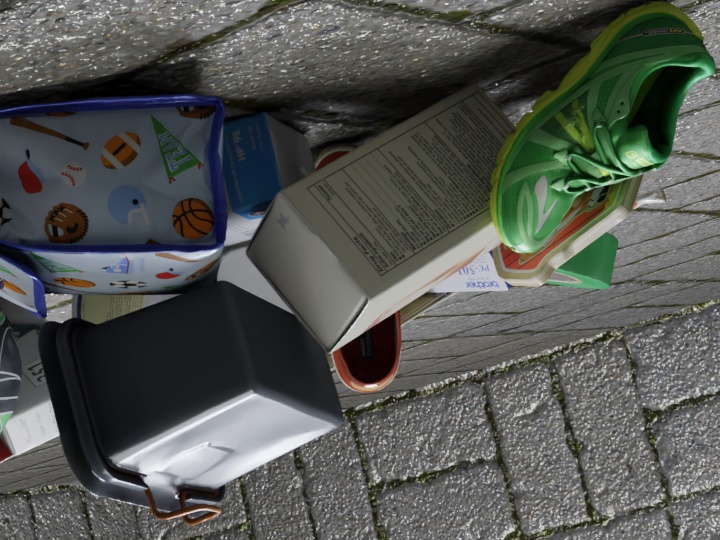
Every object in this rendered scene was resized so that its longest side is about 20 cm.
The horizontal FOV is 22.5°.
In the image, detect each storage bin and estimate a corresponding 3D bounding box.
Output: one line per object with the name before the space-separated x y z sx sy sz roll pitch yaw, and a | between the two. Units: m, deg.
storage bin | -0.104 0.090 1.244 0.134 0.146 0.200 -24 159 17

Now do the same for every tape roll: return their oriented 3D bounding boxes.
tape roll | 0.138 -0.026 1.691 0.200 0.048 0.200 11 176 1

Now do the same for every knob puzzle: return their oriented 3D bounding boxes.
knob puzzle | 0.151 -0.069 1.364 0.030 0.220 0.220 34 154 -14

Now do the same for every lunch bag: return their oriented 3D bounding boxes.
lunch bag | -0.188 -0.040 1.162 0.200 0.124 0.170 0 169 -8

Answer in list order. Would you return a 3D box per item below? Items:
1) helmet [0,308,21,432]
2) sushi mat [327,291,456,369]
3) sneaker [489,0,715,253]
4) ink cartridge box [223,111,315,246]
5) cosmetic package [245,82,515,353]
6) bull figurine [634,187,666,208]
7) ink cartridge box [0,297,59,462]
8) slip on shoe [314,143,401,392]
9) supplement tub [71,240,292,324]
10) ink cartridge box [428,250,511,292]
helmet | -0.361 0.081 1.428 0.191 0.200 0.200 -39 162 18
sushi mat | -0.017 0.055 1.537 0.200 0.012 0.096 -31 -158 -26
sneaker | 0.161 -0.089 1.227 0.074 0.084 0.200 18 114 -48
ink cartridge box | -0.139 -0.049 1.326 0.200 0.067 0.116 -16 171 12
cosmetic package | 0.031 -0.039 1.290 0.200 0.103 0.087 -30 165 -34
bull figurine | 0.210 -0.076 1.691 0.121 0.065 0.200 -19 171 21
ink cartridge box | -0.338 0.102 1.573 0.176 0.045 0.200 -27 -146 -21
slip on shoe | 0.000 0.000 1.420 0.074 0.200 0.061 -6 -173 -5
supplement tub | -0.132 0.035 1.466 0.145 0.145 0.200 -8 -172 -33
ink cartridge box | 0.060 -0.024 1.562 0.200 0.044 0.094 -2 -143 41
